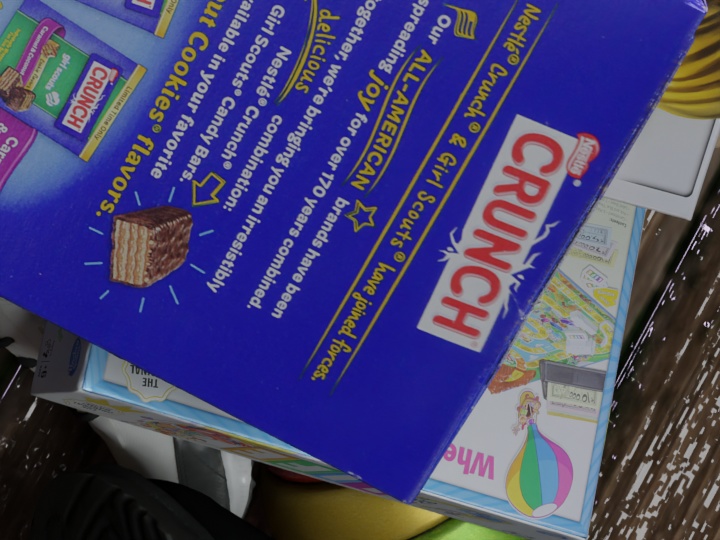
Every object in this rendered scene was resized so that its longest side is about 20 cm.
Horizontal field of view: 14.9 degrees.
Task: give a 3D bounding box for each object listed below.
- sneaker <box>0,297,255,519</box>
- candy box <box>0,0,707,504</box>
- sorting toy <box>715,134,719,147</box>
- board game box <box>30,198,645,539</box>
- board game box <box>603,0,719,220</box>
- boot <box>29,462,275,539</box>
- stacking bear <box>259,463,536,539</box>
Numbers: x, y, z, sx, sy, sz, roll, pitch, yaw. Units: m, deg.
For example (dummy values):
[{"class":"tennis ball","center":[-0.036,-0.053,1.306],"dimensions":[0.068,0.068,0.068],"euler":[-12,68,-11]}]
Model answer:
[{"class":"sneaker","center":[-0.098,0.010,0.904],"dimensions":[0.080,0.074,0.201],"euler":[-30,110,-22]},{"class":"candy box","center":[-0.032,-0.056,0.762],"dimensions":[0.199,0.077,0.170],"euler":[28,108,-7]},{"class":"sorting toy","center":[0.119,-0.150,1.014],"dimensions":[0.199,0.069,0.200],"euler":[-6,106,-34]},{"class":"board game box","center":[0.000,0.000,0.890],"dimensions":[0.199,0.034,0.135],"euler":[19,76,-32]},{"class":"board game box","center":[0.021,-0.102,0.806],"dimensions":[0.199,0.035,0.127],"euler":[15,107,-4]},{"class":"boot","center":[0.007,0.126,0.888],"dimensions":[0.157,0.211,0.080],"euler":[-10,129,-50]},{"class":"stacking bear","center":[0.014,0.068,0.977],"dimensions":[0.114,0.121,0.201],"euler":[-36,113,-26]}]
